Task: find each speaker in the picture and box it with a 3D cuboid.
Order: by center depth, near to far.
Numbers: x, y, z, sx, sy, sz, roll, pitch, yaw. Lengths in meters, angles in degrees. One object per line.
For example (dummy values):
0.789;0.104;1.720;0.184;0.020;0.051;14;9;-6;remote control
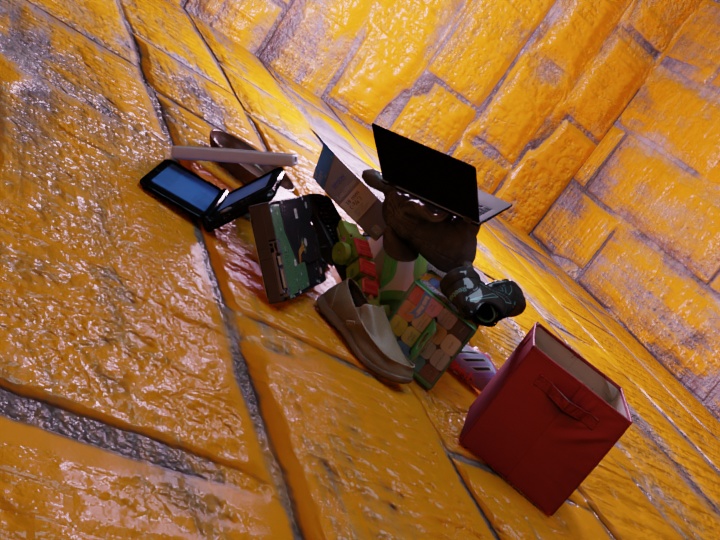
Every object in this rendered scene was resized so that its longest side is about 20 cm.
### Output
0.083;-0.031;1.537;0.087;0.203;0.089;8;-20;3;speaker

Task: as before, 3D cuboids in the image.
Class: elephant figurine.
0.092;-0.076;1.418;0.198;0.144;0.155;21;-6;-19;elephant figurine

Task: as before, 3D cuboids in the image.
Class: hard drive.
-0.105;-0.036;1.262;0.200;0.037;0.142;-35;113;-76;hard drive

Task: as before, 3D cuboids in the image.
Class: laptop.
0.133;-0.162;1.349;0.186;0.117;0.199;28;31;25;laptop

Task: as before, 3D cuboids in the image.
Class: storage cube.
0.266;0.209;1.249;0.170;0.181;0.200;38;15;5;storage cube

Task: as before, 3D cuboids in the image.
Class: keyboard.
-0.048;-0.045;1.476;0.126;0.021;0.202;-12;69;-51;keyboard

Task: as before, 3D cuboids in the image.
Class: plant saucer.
-0.220;-0.207;1.694;0.199;0.035;0.201;34;15;-10;plant saucer

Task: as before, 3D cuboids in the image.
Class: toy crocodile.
0.000;0.000;1.424;0.067;0.062;0.202;18;48;-39;toy crocodile

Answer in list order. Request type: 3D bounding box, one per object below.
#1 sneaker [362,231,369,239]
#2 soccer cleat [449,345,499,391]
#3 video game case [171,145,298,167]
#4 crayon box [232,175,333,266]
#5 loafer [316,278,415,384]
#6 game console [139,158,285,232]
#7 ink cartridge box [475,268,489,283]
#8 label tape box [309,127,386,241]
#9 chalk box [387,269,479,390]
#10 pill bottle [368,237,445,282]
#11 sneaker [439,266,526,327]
0.088;-0.074;1.727;0.071;0.197;0.083;64;33;-41;sneaker
0.159;0.144;1.470;0.076;0.067;0.200;-23;62;-38;soccer cleat
-0.208;-0.195;1.462;0.196;0.023;0.182;4;8;-2;video game case
-0.127;-0.096;1.531;0.198;0.052;0.126;29;16;-27;crayon box
0.013;0.085;1.257;0.200;0.068;0.076;44;16;26;loafer
-0.223;-0.145;1.336;0.118;0.174;0.200;62;8;-16;game console
0.196;0.018;1.884;0.198;0.086;0.148;30;15;-22;ink cartridge box
-0.034;-0.155;1.526;0.200;0.063;0.144;44;3;-17;label tape box
0.105;0.093;1.343;0.123;0.125;0.200;39;13;8;chalk box
0.104;0.001;1.654;0.199;0.114;0.113;33;14;-19;pill bottle
0.198;0.056;1.327;0.198;0.075;0.080;14;40;-45;sneaker
